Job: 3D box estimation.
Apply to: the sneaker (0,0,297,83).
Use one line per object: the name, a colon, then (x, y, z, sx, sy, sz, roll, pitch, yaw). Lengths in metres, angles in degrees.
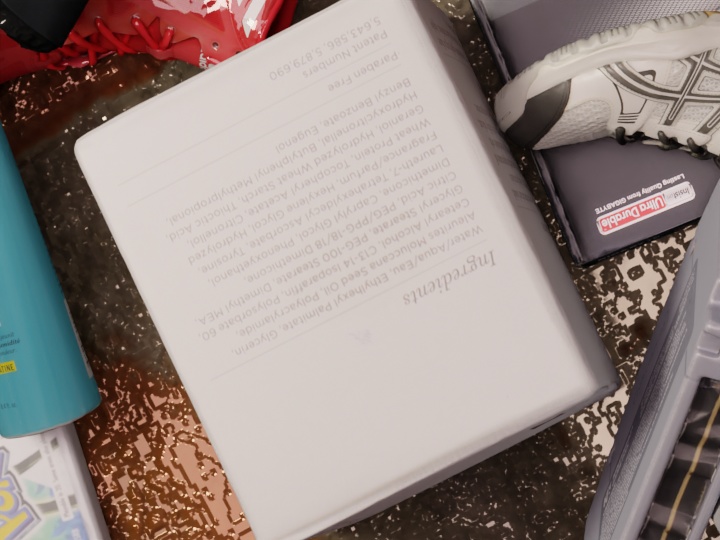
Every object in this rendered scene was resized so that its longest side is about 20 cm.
sneaker: (-0.111, -0.114, 1.359, 0.200, 0.078, 0.116, -38, 83, 8)

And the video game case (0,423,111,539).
video game case: (-0.229, 0.088, 1.401, 0.181, 0.022, 0.201, -19, 87, 8)

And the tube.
tube: (-0.174, -0.024, 1.338, 0.077, 0.050, 0.201, -9, 102, 46)

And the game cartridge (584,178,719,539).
game cartridge: (0.141, 0.065, 1.268, 0.040, 0.134, 0.201, 15, 121, -5)

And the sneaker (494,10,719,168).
sneaker: (0.160, -0.071, 1.270, 0.199, 0.076, 0.088, -13, 88, 8)

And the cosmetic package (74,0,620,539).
cosmetic package: (0.000, 0.000, 1.296, 0.164, 0.165, 0.201, -26, 84, 8)

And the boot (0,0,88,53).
boot: (-0.098, -0.166, 1.297, 0.200, 0.076, 0.169, 32, 87, -3)

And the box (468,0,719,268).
box: (0.162, -0.110, 1.332, 0.199, 0.046, 0.160, -21, 87, 8)

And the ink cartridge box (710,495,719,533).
ink cartridge box: (0.218, 0.062, 1.243, 0.083, 0.200, 0.146, 29, 94, 1)
